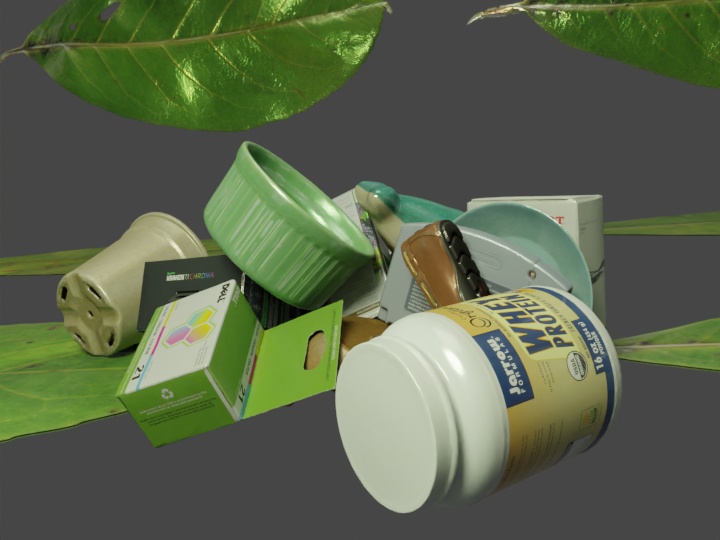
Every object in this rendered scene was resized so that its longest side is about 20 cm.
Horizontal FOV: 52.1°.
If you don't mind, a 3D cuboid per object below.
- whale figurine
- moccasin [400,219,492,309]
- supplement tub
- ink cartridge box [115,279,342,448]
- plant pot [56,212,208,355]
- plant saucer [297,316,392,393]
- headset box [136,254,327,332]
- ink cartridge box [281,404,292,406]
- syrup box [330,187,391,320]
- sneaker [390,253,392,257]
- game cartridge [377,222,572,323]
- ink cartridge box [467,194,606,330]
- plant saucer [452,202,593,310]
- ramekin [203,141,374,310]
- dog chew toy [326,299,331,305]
[{"bbox_3d":[0.083,-0.053,0.938,0.104,0.200,0.159,-48,23,-1],"label":"whale figurine"},{"bbox_3d":[0.099,0.052,0.750,0.077,0.204,0.073,-31,-5,32],"label":"moccasin"},{"bbox_3d":[0.093,0.097,0.581,0.197,0.147,0.143,-11,11,-35],"label":"supplement tub"},{"bbox_3d":[-0.123,0.075,0.740,0.197,0.077,0.149,-20,29,14],"label":"ink cartridge box"},{"bbox_3d":[-0.358,0.034,1.147,0.197,0.204,0.183,1,22,32],"label":"plant pot"},{"bbox_3d":[0.026,0.093,0.789,0.197,0.036,0.200,16,14,-4],"label":"plant saucer"},{"bbox_3d":[-0.167,0.046,0.964,0.171,0.095,0.199,-4,-15,29],"label":"headset box"},{"bbox_3d":[-0.094,0.118,0.860,0.196,0.051,0.109,-1,9,17],"label":"ink cartridge box"},{"bbox_3d":[0.000,0.000,0.957,0.080,0.202,0.079,-24,-38,10],"label":"syrup box"},{"bbox_3d":[0.123,-0.017,1.136,0.197,0.075,0.080,-4,35,-29],"label":"sneaker"},{"bbox_3d":[0.121,0.026,0.798,0.198,0.135,0.041,23,20,25],"label":"game cartridge"},{"bbox_3d":[0.209,0.013,0.871,0.145,0.204,0.082,4,11,41],"label":"ink cartridge box"},{"bbox_3d":[0.164,0.026,0.822,0.198,0.205,0.038,1,4,32],"label":"plant saucer"},{"bbox_3d":[-0.087,-0.047,0.860,0.199,0.098,0.200,40,11,-9],"label":"ramekin"},{"bbox_3d":[0.034,0.049,1.032,0.198,0.127,0.123,15,19,41],"label":"dog chew toy"}]
